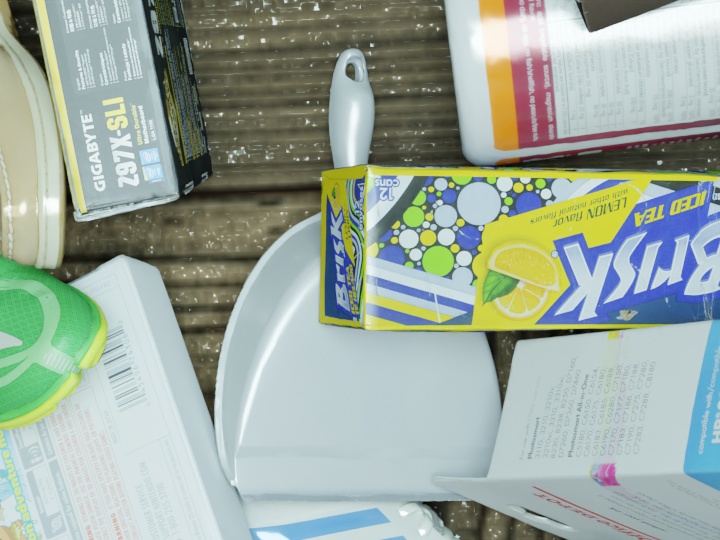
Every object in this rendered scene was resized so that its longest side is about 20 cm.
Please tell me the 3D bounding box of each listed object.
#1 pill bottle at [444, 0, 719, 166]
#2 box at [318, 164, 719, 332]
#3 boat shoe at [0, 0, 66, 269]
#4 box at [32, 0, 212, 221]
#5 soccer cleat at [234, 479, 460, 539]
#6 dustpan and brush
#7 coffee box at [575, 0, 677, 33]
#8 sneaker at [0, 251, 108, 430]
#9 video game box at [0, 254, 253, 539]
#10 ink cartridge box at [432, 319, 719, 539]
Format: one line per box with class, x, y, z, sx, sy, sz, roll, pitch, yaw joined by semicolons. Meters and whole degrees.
pill bottle;0.137;-0.110;0.975;0.199;0.110;0.110;-7;95;3
box;0.085;-0.009;0.975;0.199;0.064;0.070;0;92;-19
boat shoe;-0.175;-0.071;0.958;0.069;0.200;0.074;-8;133;-21
box;-0.108;-0.128;0.957;0.049;0.160;0.201;-10;96;4
soccer cleat;0.019;0.131;1.024;0.199;0.070;0.087;23;80;-5
dustpan and brush;0.000;0.000;1.014;0.139;0.057;0.201;3;93;-25
coffee box;0.110;-0.208;0.926;0.113;0.080;0.201;-19;51;4
sneaker;-0.189;0.005;0.966;0.200;0.084;0.074;28;80;37
video game box;-0.141;0.122;0.994;0.182;0.047;0.201;-24;74;14
ink cartridge box;0.137;0.074;0.956;0.115;0.200;0.068;25;70;-33
